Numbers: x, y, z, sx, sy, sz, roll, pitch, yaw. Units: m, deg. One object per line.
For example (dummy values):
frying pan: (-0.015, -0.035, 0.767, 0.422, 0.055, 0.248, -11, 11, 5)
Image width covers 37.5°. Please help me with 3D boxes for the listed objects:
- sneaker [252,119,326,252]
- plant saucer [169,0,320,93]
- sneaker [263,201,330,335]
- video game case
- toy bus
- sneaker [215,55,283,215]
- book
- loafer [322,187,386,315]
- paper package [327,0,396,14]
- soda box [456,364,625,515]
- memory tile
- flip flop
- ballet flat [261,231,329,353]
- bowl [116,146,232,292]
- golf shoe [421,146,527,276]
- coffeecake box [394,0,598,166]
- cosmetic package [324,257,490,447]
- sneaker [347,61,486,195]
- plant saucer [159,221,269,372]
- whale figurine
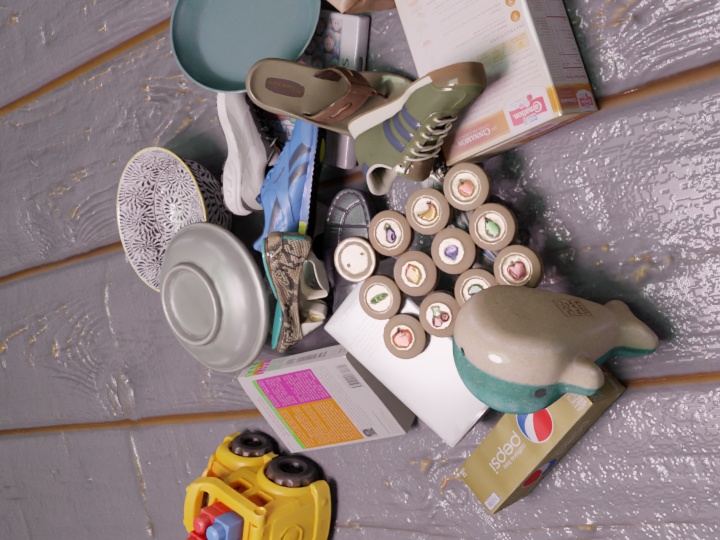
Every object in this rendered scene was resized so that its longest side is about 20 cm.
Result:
sneaker: (-0.087, -0.113, 1.263, 0.078, 0.066, 0.200, 10, 96, 9)
plant saucer: (-0.134, -0.301, 1.280, 0.200, 0.036, 0.200, -5, 75, 19)
sneaker: (-0.069, 0.007, 1.334, 0.092, 0.076, 0.200, 22, 115, 34)
video game case: (-0.075, -0.234, 1.318, 0.200, 0.024, 0.182, 20, 112, 39)
toy bus: (-0.168, 0.321, 1.415, 0.200, 0.192, 0.136, 24, 116, 39)
sneaker: (-0.131, -0.171, 1.329, 0.079, 0.074, 0.200, -1, 99, 24)
book: (-0.047, 0.159, 1.320, 0.200, 0.048, 0.134, -15, 122, 43)
loafer: (0.000, 0.000, 1.277, 0.072, 0.063, 0.200, 0, 96, 30)
paper package: (-0.015, -0.412, 1.167, 0.200, 0.103, 0.191, 45, 126, 26)
soda box: (0.189, 0.171, 1.128, 0.064, 0.068, 0.200, 51, 129, 24)
memory tile: (0.078, -0.008, 1.116, 0.200, 0.017, 0.153, -33, 84, 25)
flip flop: (-0.032, -0.201, 1.198, 0.200, 0.058, 0.081, 13, 87, 0)
ballet flat: (-0.074, 0.031, 1.265, 0.200, 0.075, 0.068, 90, 178, -47)
bowl: (-0.240, -0.073, 1.460, 0.201, 0.094, 0.201, 11, 106, 42)
golf shoe: (0.091, -0.076, 1.164, 0.097, 0.078, 0.200, -46, 67, 46)
coffeecake box: (0.134, -0.228, 1.086, 0.153, 0.073, 0.200, -21, 85, 44)
cosmetic package: (0.069, 0.088, 1.182, 0.200, 0.074, 0.102, 43, 113, 11)
sneaker: (0.062, -0.136, 1.076, 0.200, 0.067, 0.090, -21, 77, 53)
plant saucer: (-0.202, 0.039, 1.355, 0.200, 0.050, 0.200, 14, 113, 38)
whale figurine: (0.183, 0.078, 1.022, 0.159, 0.200, 0.104, -126, 38, -50)
